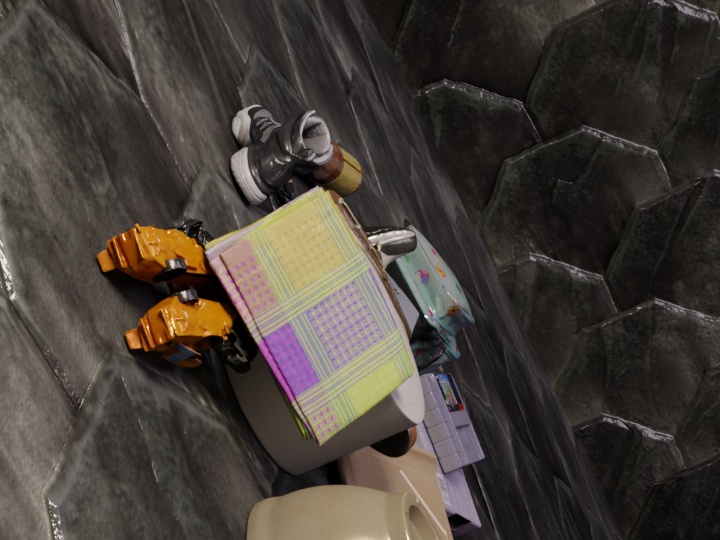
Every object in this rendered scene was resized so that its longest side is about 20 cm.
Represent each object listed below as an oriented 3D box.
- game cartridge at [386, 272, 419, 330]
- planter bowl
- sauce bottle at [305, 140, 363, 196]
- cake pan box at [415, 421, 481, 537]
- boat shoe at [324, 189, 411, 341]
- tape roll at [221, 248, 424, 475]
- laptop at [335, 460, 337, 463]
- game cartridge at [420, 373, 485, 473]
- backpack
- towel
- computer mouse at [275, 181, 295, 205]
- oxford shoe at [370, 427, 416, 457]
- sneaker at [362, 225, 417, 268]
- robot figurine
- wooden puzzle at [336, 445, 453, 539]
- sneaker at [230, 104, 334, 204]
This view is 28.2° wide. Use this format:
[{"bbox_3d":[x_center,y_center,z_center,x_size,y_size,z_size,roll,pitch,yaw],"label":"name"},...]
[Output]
[{"bbox_3d":[-0.018,0.017,1.691,0.200,0.041,0.133,44,26,-10],"label":"game cartridge"},{"bbox_3d":[0.005,0.273,1.255,0.200,0.134,0.202,-23,90,-79],"label":"planter bowl"},{"bbox_3d":[-0.051,-0.151,1.997,0.067,0.066,0.200,69,11,15],"label":"sauce bottle"},{"bbox_3d":[0.089,0.249,1.887,0.184,0.052,0.202,36,32,-64],"label":"cake pan box"},{"bbox_3d":[0.004,0.000,1.541,0.075,0.074,0.203,-53,123,-32],"label":"boat shoe"},{"bbox_3d":[-0.037,0.083,1.419,0.203,0.138,0.204,-23,90,-79],"label":"tape roll"},{"bbox_3d":[0.002,0.207,1.675,0.178,0.103,0.200,62,38,-17],"label":"laptop"},{"bbox_3d":[0.120,0.201,1.922,0.200,0.038,0.131,16,56,-76],"label":"game cartridge"},{"bbox_3d":[0.062,0.049,1.900,0.177,0.152,0.200,58,-4,27],"label":"backpack"},{"bbox_3d":[-0.041,0.036,1.275,0.143,0.023,0.201,-33,98,-33],"label":"towel"},{"bbox_3d":[-0.076,-0.056,1.776,0.059,0.034,0.201,52,18,-47],"label":"computer mouse"},{"bbox_3d":[0.013,0.125,1.554,0.071,0.072,0.200,4,34,-39],"label":"oxford shoe"},{"bbox_3d":[-0.021,0.004,1.608,0.074,0.199,0.081,5,-67,63],"label":"sneaker"},{"bbox_3d":[-0.149,0.022,1.233,0.146,0.058,0.200,69,12,11],"label":"robot figurine"},{"bbox_3d":[0.041,0.278,1.558,0.184,0.037,0.202,27,43,-45],"label":"wooden puzzle"},{"bbox_3d":[-0.090,-0.154,1.702,0.076,0.113,0.201,60,13,-27],"label":"sneaker"}]
